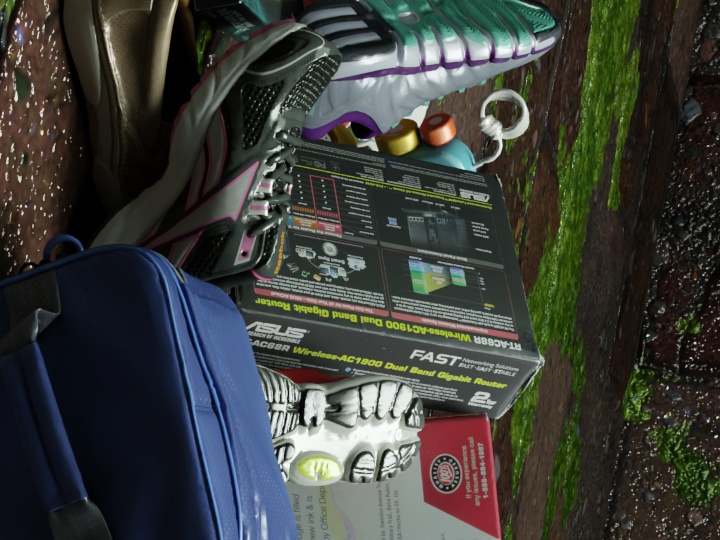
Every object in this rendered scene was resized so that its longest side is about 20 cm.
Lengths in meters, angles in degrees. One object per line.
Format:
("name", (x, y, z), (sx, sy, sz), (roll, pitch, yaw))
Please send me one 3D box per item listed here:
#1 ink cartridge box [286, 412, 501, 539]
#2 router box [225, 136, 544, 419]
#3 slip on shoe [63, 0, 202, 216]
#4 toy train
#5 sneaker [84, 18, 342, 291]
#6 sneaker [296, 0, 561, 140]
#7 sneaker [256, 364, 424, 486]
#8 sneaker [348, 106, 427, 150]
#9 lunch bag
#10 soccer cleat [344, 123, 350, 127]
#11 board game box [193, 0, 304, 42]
("ink cartridge box", (-0.017, 0.170, 1.208), (0.083, 0.198, 0.147), (91, -5, -77))
("router box", (0.000, 0.000, 1.215), (0.062, 0.198, 0.151), (122, -30, -42))
("slip on shoe", (-0.110, -0.087, 1.109), (0.076, 0.060, 0.201), (-66, 157, -43))
("toy train", (0.000, -0.101, 1.301), (0.151, 0.199, 0.056), (-63, 178, 41))
("sneaker", (-0.065, -0.037, 1.090), (0.201, 0.086, 0.080), (-54, 161, 14))
("sneaker", (0.032, -0.127, 1.242), (0.199, 0.075, 0.088), (-10, 139, -35))
("sneaker", (-0.061, 0.086, 1.114), (0.199, 0.085, 0.078), (10, 88, -35))
("sneaker", (0.015, -0.126, 1.494), (0.200, 0.072, 0.071), (26, 70, -73))
("lunch bag", (-0.121, 0.080, 0.967), (0.132, 0.135, 0.201), (33, 39, -74))
("soccer cleat", (-0.022, -0.188, 1.352), (0.085, 0.068, 0.201), (-52, 142, -52))
("board game box", (-0.067, -0.198, 1.164), (0.200, 0.028, 0.136), (24, 58, -80))
